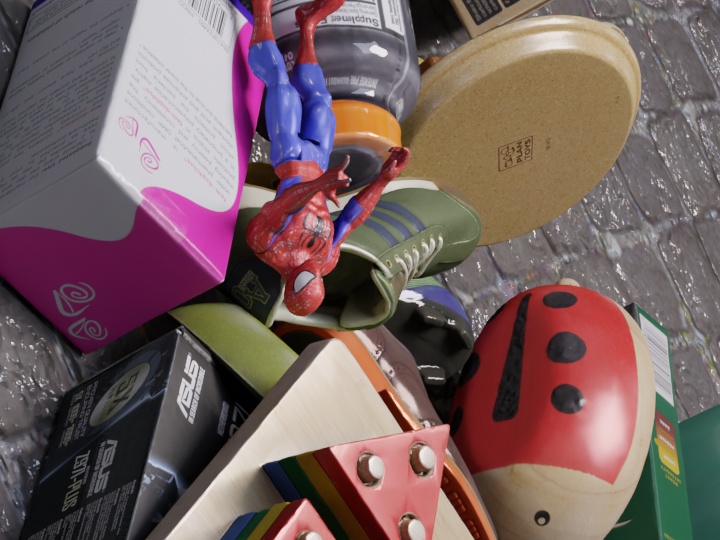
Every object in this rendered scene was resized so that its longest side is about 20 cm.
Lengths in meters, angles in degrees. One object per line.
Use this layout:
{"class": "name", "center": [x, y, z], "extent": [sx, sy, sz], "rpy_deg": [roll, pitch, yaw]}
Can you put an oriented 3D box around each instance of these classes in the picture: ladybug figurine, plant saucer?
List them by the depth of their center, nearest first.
{"class": "plant saucer", "center": [-0.020, 0.081, 1.510], "extent": [0.200, 0.031, 0.200], "rpy_deg": [43, -5, 5]}
{"class": "ladybug figurine", "center": [0.106, 0.085, 1.712], "extent": [0.072, 0.135, 0.201], "rpy_deg": [45, 41, -40]}

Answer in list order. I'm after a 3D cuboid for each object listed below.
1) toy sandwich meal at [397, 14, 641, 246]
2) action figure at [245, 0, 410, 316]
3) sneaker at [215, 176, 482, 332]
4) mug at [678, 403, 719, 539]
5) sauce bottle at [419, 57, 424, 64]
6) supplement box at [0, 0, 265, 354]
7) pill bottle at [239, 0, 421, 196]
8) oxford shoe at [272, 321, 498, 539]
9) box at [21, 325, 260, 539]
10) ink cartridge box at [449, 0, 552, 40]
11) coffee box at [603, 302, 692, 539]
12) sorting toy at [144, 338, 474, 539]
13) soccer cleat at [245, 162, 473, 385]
{"class": "toy sandwich meal", "center": [0.077, -0.091, 1.763], "extent": [0.205, 0.205, 0.070], "rpy_deg": [25, 27, -47]}
{"class": "action figure", "center": [-0.015, -0.075, 1.500], "extent": [0.065, 0.099, 0.201], "rpy_deg": [23, 55, -37]}
{"class": "sneaker", "center": [0.000, 0.000, 1.582], "extent": [0.199, 0.067, 0.090], "rpy_deg": [-1, 38, -38]}
{"class": "mug", "center": [0.228, 0.175, 1.862], "extent": [0.153, 0.114, 0.185], "rpy_deg": [62, 30, -1]}
{"class": "sauce bottle", "center": [-0.003, -0.119, 1.794], "extent": [0.199, 0.066, 0.066], "rpy_deg": [26, 45, -42]}
{"class": "supplement box", "center": [-0.124, -0.071, 1.517], "extent": [0.101, 0.103, 0.201], "rpy_deg": [46, 32, -28]}
{"class": "pill bottle", "center": [-0.023, -0.141, 1.650], "extent": [0.106, 0.106, 0.201], "rpy_deg": [27, 46, -46]}
{"class": "oxford shoe", "center": [0.027, 0.091, 1.643], "extent": [0.201, 0.071, 0.073], "rpy_deg": [58, 35, -17]}
{"class": "box", "center": [-0.082, 0.159, 1.407], "extent": [0.164, 0.086, 0.201], "rpy_deg": [46, 33, -26]}
{"class": "ink cartridge box", "center": [0.073, -0.250, 1.956], "extent": [0.165, 0.075, 0.200], "rpy_deg": [60, 10, -5]}
{"class": "coffee box", "center": [0.136, 0.127, 1.747], "extent": [0.044, 0.122, 0.201], "rpy_deg": [41, 36, -41]}
{"class": "sorting toy", "center": [0.005, 0.162, 1.348], "extent": [0.201, 0.069, 0.199], "rpy_deg": [56, 45, -17]}
{"class": "soccer cleat", "center": [-0.015, -0.001, 1.696], "extent": [0.200, 0.065, 0.084], "rpy_deg": [37, 8, -31]}
